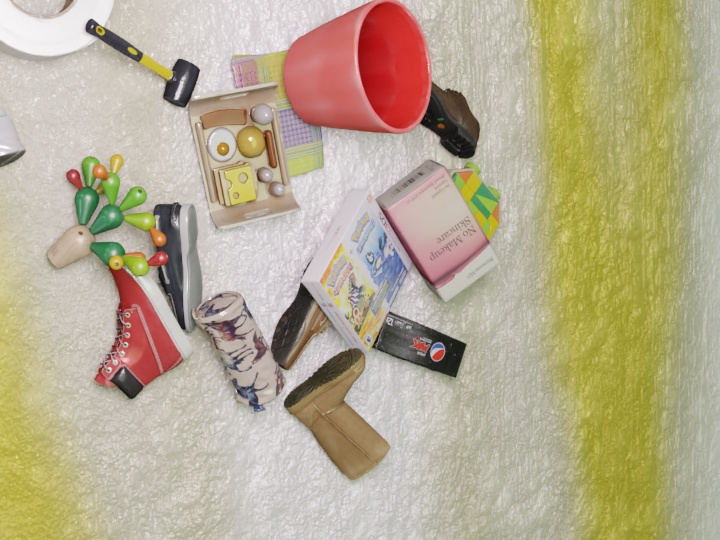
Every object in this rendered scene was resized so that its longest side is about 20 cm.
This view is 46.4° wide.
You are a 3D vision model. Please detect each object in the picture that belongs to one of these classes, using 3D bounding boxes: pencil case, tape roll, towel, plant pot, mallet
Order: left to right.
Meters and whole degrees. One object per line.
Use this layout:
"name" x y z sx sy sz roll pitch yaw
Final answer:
"tape roll" -0.430 -0.384 1.115 0.199 0.070 0.208 -4 98 -32
"mallet" -0.309 -0.289 1.187 0.198 0.041 0.067 13 94 -55
"pencil case" -0.189 0.124 1.311 0.088 0.078 0.203 -31 122 -15
"towel" -0.129 -0.252 1.353 0.141 0.023 0.205 -18 106 -30
"plant pot" -0.012 -0.307 1.307 0.198 0.174 0.206 -3 93 -51

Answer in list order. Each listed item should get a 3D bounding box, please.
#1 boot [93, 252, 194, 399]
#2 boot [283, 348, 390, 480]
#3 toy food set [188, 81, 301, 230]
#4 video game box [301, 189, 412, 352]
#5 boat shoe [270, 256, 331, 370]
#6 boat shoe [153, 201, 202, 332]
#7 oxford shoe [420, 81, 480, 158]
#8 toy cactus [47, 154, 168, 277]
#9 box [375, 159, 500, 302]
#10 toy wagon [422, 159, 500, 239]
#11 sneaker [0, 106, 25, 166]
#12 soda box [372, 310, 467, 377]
"boot" -0.349 0.085 1.230 0.143 0.072 0.203 -36 117 -22
"boot" -0.012 0.247 1.443 0.174 0.067 0.201 -34 116 15
"toy food set" -0.174 -0.176 1.290 0.141 0.060 0.205 -15 105 -22
"video game box" 0.000 0.000 1.404 0.183 0.046 0.202 53 51 -36
"boat shoe" -0.078 0.074 1.398 0.073 0.075 0.203 34 78 -36
"boat shoe" -0.277 -0.005 1.269 0.059 0.076 0.205 3 107 6
"oxford shoe" 0.144 -0.295 1.503 0.200 0.072 0.086 43 57 -31
"toy cactus" -0.366 -0.060 1.169 0.163 0.102 0.202 -34 83 6
"box" 0.133 -0.070 1.461 0.127 0.109 0.202 -35 108 -1
"toy wagon" 0.178 -0.124 1.554 0.200 0.039 0.157 44 73 -29
"sneaker" -0.542 -0.160 1.083 0.197 0.070 0.082 -22 92 -31
"soda box" 0.096 0.131 1.521 0.197 0.063 0.072 23 84 -32
